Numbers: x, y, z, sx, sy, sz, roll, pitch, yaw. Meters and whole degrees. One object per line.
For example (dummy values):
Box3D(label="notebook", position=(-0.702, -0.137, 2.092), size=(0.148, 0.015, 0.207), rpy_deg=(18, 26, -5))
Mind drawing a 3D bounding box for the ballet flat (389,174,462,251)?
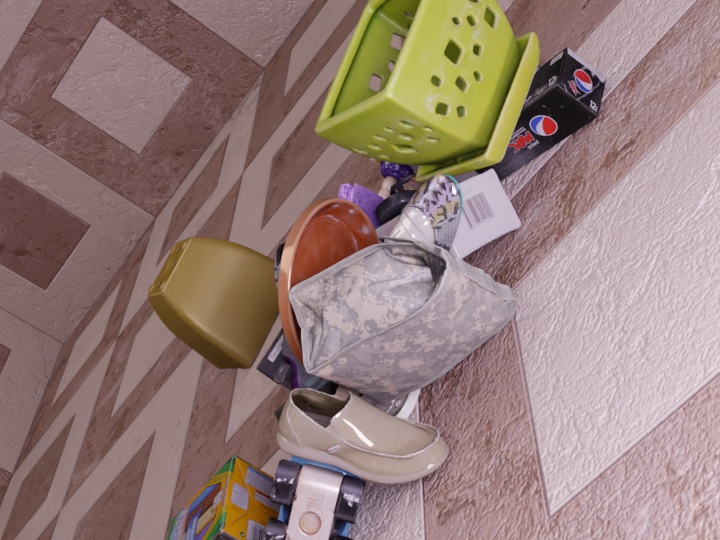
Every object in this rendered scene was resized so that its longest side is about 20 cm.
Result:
Box3D(label="ballet flat", position=(0.057, -0.023, 1.215), size=(0.201, 0.071, 0.073), rpy_deg=(114, 174, -49))

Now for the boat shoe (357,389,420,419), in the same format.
Box3D(label="boat shoe", position=(0.051, 0.087, 1.304), size=(0.072, 0.060, 0.204), rpy_deg=(-32, 32, 54))

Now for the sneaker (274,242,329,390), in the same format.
Box3D(label="sneaker", position=(-0.082, 0.062, 1.344), size=(0.088, 0.074, 0.202), rpy_deg=(-47, 46, 34))

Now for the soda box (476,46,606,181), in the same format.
Box3D(label="soda box", position=(0.205, -0.183, 1.319), size=(0.199, 0.070, 0.064), rpy_deg=(-33, 32, 52))

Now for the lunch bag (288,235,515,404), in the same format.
Box3D(label="lunch bag", position=(0.051, 0.043, 1.153), size=(0.198, 0.163, 0.119), rpy_deg=(-28, 59, 23))

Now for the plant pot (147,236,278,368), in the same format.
Box3D(label="plant pot", position=(-0.267, 0.043, 1.960), size=(0.196, 0.199, 0.195), rpy_deg=(-63, 19, -16))

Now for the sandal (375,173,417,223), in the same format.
Box3D(label="sandal", position=(0.068, -0.100, 1.421), size=(0.075, 0.043, 0.200), rpy_deg=(-26, -2, 23))

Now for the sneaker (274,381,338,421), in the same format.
Box3D(label="sneaker", position=(-0.048, 0.142, 1.395), size=(0.104, 0.059, 0.202), rpy_deg=(52, 130, 45))

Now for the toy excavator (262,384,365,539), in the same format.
Box3D(label="toy excavator", position=(-0.040, 0.236, 1.246), size=(0.200, 0.098, 0.198), rpy_deg=(-4, -73, -86))

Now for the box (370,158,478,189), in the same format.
Box3D(label="box", position=(0.115, -0.192, 1.513), size=(0.199, 0.101, 0.114), rpy_deg=(-17, 44, 62))

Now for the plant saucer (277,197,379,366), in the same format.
Box3D(label="plant saucer", position=(-0.035, 0.019, 1.245), size=(0.032, 0.201, 0.202), rpy_deg=(1, 55, 33))

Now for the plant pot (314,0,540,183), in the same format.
Box3D(label="plant pot", position=(0.088, -0.222, 1.286), size=(0.199, 0.180, 0.202), rpy_deg=(-12, 53, 63))

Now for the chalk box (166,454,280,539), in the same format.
Box3D(label="chalk box", position=(-0.170, 0.354, 1.350), size=(0.200, 0.124, 0.125), rpy_deg=(-45, 23, 30))

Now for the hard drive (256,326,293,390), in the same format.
Box3D(label="hard drive", position=(-0.072, 0.097, 1.484), size=(0.141, 0.038, 0.200), rpy_deg=(-57, -12, -7))

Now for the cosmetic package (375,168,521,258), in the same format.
Box3D(label="cosmetic package", position=(0.086, -0.042, 1.322), size=(0.112, 0.082, 0.199), rpy_deg=(-26, -2, -31))

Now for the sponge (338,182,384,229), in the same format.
Box3D(label="sponge", position=(0.000, 0.000, 1.413), size=(0.029, 0.111, 0.204), rpy_deg=(2, 77, 41))

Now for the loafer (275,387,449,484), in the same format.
Box3D(label="loafer", position=(-0.003, 0.171, 1.149), size=(0.076, 0.197, 0.069), rpy_deg=(-52, -37, -55))

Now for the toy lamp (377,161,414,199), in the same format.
Box3D(label="toy lamp", position=(0.014, -0.058, 1.489), size=(0.058, 0.058, 0.202), rpy_deg=(-20, 43, 60))
